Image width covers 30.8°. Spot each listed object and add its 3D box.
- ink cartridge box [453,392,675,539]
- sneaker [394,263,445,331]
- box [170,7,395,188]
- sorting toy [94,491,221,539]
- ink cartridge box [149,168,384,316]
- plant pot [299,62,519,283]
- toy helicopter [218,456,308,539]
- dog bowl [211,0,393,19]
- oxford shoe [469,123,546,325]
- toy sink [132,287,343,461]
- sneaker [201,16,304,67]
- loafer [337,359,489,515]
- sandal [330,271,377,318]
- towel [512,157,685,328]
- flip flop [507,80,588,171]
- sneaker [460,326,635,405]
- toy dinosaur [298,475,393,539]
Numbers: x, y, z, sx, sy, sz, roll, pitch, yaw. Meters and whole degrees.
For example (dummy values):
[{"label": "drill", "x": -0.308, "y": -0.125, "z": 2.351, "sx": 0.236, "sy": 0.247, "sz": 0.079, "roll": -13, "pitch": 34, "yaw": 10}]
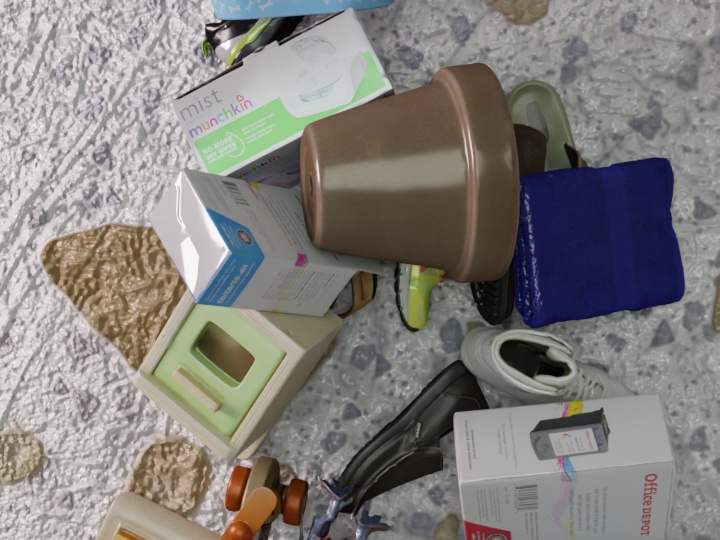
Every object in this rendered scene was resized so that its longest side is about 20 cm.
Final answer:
[{"label": "ink cartridge box", "x": 0.193, "y": 0.199, "z": 1.256, "sx": 0.198, "sy": 0.148, "sz": 0.086, "roll": -6, "pitch": 49, "yaw": 3}, {"label": "sneaker", "x": 0.085, "y": -0.034, "z": 1.331, "sx": 0.089, "sy": 0.078, "sz": 0.202, "roll": 11, "pitch": 88, "yaw": -1}, {"label": "box", "x": -0.067, "y": -0.157, "z": 1.305, "sx": 0.199, "sy": 0.176, "sz": 0.097, "roll": -27, "pitch": 83, "yaw": 1}, {"label": "sorting toy", "x": -0.210, "y": 0.354, "z": 1.338, "sx": 0.184, "sy": 0.036, "sz": 0.201, "roll": 25, "pitch": 87, "yaw": 7}, {"label": "ink cartridge box", "x": -0.085, "y": -0.022, "z": 1.231, "sx": 0.068, "sy": 0.199, "sz": 0.116, "roll": -52, "pitch": 52, "yaw": 26}, {"label": "plant pot", "x": 0.037, "y": -0.085, "z": 1.196, "sx": 0.173, "sy": 0.200, "sz": 0.202, "roll": -4, "pitch": 84, "yaw": -10}, {"label": "toy helicopter", "x": -0.112, "y": 0.281, "z": 1.276, "sx": 0.078, "sy": 0.132, "sz": 0.202, "roll": 12, "pitch": 75, "yaw": 6}, {"label": "dog bowl", "x": -0.057, "y": -0.280, "z": 1.283, "sx": 0.198, "sy": 0.112, "sz": 0.050, "roll": -3, "pitch": 107, "yaw": 9}, {"label": "oxford shoe", "x": 0.155, "y": -0.043, "z": 1.290, "sx": 0.084, "sy": 0.073, "sz": 0.202, "roll": -1, "pitch": 105, "yaw": -25}, {"label": "toy sink", "x": -0.133, "y": 0.098, "z": 1.281, "sx": 0.130, "sy": 0.112, "sz": 0.201, "roll": 39, "pitch": 115, "yaw": 8}, {"label": "sneaker", "x": -0.093, "y": -0.298, "z": 1.373, "sx": 0.083, "sy": 0.072, "sz": 0.200, "roll": 40, "pitch": 89, "yaw": 9}, {"label": "loafer", "x": 0.052, "y": 0.180, "z": 1.312, "sx": 0.200, "sy": 0.073, "sz": 0.071, "roll": -45, "pitch": 81, "yaw": 0}, {"label": "sandal", "x": 0.000, "y": 0.000, "z": 1.337, "sx": 0.054, "sy": 0.082, "sz": 0.201, "roll": 31, "pitch": 81, "yaw": 8}, {"label": "towel", "x": 0.228, "y": -0.028, "z": 1.279, "sx": 0.198, "sy": 0.049, "sz": 0.149, "roll": -9, "pitch": 93, "yaw": -31}, {"label": "flip flop", "x": 0.201, "y": -0.102, "z": 1.335, "sx": 0.080, "sy": 0.058, "sz": 0.202, "roll": -18, "pitch": 83, "yaw": 3}, {"label": "sneaker", "x": 0.200, "y": 0.114, "z": 1.270, "sx": 0.198, "sy": 0.116, "sz": 0.074, "roll": 23, "pitch": 83, "yaw": -9}, {"label": "toy dinosaur", "x": -0.044, "y": 0.291, "z": 1.262, "sx": 0.105, "sy": 0.200, "sz": 0.183, "roll": 31, "pitch": 112, "yaw": 20}]
